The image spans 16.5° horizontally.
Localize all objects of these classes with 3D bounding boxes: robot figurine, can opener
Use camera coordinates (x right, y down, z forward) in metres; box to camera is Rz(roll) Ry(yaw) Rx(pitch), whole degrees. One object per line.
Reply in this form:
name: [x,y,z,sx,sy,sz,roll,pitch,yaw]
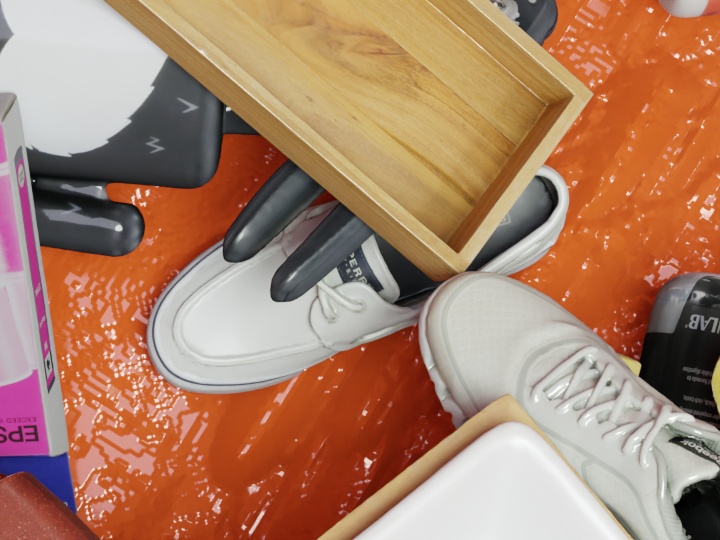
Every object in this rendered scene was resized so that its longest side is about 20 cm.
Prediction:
robot figurine: [-0.119,-0.099,1.070,0.199,0.125,0.151,5,57,-3]
can opener: [0.017,-0.060,1.070,0.063,0.079,0.200,29,60,15]

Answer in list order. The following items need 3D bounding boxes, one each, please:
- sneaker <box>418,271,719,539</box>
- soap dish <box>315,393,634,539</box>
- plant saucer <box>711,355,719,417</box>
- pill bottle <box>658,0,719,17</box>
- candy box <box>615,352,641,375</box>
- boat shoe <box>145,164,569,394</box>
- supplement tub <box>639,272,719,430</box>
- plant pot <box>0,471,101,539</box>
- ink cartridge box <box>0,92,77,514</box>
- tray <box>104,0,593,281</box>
sneaker: [0.103,0.068,0.962,0.075,0.081,0.200,-38,73,-21]
soap dish: [0.057,0.170,0.913,0.157,0.081,0.200,-37,82,-21]
plant saucer: [0.254,0.092,1.024,0.199,0.048,0.201,-24,104,-29]
pill bottle: [0.228,-0.179,1.109,0.199,0.112,0.113,-7,85,-5]
candy box: [0.055,0.137,1.035,0.056,0.117,0.201,20,66,-4]
boat shoe: [0.000,0.000,1.098,0.199,0.066,0.072,-17,86,-5]
supplement tub: [0.163,0.111,1.069,0.122,0.123,0.201,16,84,-2]
plant pot: [-0.143,0.199,1.013,0.199,0.200,0.177,-31,76,-6]
ink cartridge box: [-0.179,0.024,1.047,0.094,0.037,0.201,-2,116,7]
tray: [-0.011,-0.097,1.014,0.200,0.037,0.099,41,73,-12]
